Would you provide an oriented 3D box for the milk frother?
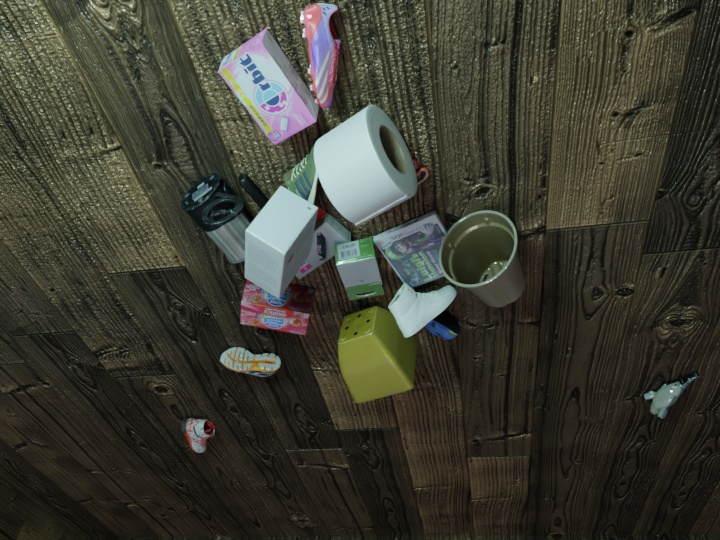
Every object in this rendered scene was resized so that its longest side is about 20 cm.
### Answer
[{"bbox_3d":[-0.305,-0.105,1.318,0.177,0.203,0.189,-21,130,20],"label":"milk frother"}]

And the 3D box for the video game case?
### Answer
[{"bbox_3d":[0.156,-0.047,1.454,0.178,0.024,0.201,-21,129,24],"label":"video game case"}]

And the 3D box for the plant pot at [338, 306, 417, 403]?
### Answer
[{"bbox_3d":[0.036,0.224,1.622,0.191,0.197,0.202,-18,122,22],"label":"plant pot"}]

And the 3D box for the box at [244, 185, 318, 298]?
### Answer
[{"bbox_3d":[-0.187,-0.062,1.308,0.104,0.154,0.202,29,147,6],"label":"box"}]

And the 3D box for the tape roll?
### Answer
[{"bbox_3d":[0.014,-0.219,1.173,0.137,0.206,0.203,-25,128,26],"label":"tape roll"}]

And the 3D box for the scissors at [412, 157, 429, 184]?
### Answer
[{"bbox_3d":[0.070,-0.196,1.321,0.197,0.014,0.073,-31,126,29],"label":"scissors"}]

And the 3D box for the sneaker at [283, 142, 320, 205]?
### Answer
[{"bbox_3d":[-0.135,-0.211,1.288,0.087,0.068,0.204,17,129,1],"label":"sneaker"}]

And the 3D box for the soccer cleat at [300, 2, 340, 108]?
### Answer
[{"bbox_3d":[-0.067,-0.411,1.092,0.074,0.068,0.204,-5,131,4],"label":"soccer cleat"}]

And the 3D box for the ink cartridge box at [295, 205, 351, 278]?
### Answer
[{"bbox_3d":[-0.149,-0.084,1.434,0.198,0.044,0.173,-32,125,31],"label":"ink cartridge box"}]

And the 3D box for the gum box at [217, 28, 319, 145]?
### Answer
[{"bbox_3d":[-0.179,-0.364,1.143,0.111,0.067,0.201,-21,129,23],"label":"gum box"}]

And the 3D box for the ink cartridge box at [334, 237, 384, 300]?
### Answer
[{"bbox_3d":[0.000,0.000,1.466,0.101,0.061,0.201,-11,149,4],"label":"ink cartridge box"}]

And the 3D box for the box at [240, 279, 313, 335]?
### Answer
[{"bbox_3d":[-0.235,0.101,1.585,0.194,0.097,0.101,11,136,-6],"label":"box"}]

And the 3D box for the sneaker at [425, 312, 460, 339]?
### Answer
[{"bbox_3d":[0.199,0.141,1.605,0.198,0.067,0.078,37,131,-28],"label":"sneaker"}]

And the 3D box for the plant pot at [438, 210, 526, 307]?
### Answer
[{"bbox_3d":[0.315,-0.009,1.375,0.196,0.205,0.183,-21,141,24],"label":"plant pot"}]

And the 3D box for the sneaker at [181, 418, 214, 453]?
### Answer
[{"bbox_3d":[-0.609,0.645,2.174,0.104,0.068,0.205,-3,132,12],"label":"sneaker"}]

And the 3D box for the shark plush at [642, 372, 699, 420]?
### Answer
[{"bbox_3d":[0.993,0.387,1.799,0.081,0.091,0.204,9,117,-32],"label":"shark plush"}]

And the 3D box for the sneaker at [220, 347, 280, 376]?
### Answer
[{"bbox_3d":[-0.357,0.306,1.815,0.194,0.080,0.078,12,144,-4],"label":"sneaker"}]

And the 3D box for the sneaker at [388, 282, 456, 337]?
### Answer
[{"bbox_3d":[0.164,0.072,1.502,0.117,0.198,0.073,56,158,-7],"label":"sneaker"}]
